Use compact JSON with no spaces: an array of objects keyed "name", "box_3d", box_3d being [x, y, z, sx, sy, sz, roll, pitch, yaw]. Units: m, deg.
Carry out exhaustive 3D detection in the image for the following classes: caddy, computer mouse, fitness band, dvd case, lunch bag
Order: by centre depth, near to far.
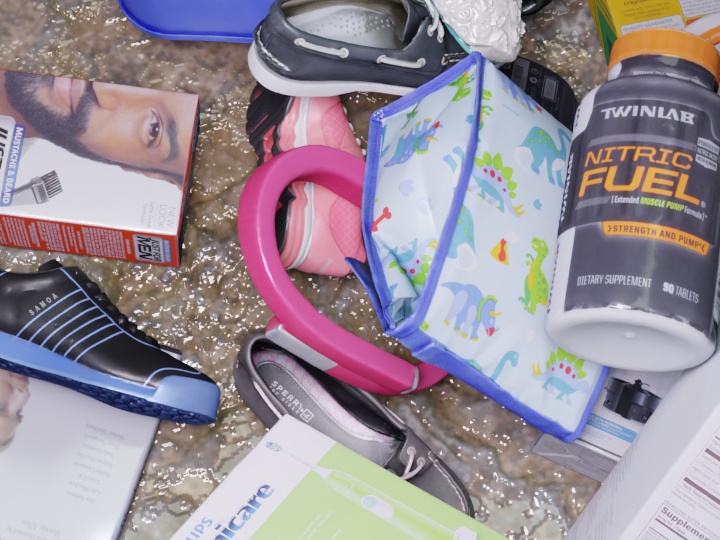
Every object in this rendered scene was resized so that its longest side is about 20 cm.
[{"name":"lunch bag","box_3d":[0.086,-0.006,1.153,0.170,0.127,0.201,32,45,-32]},{"name":"fitness band","box_3d":[0.000,0.000,1.182,0.199,0.037,0.145,30,58,-31]},{"name":"dvd case","box_3d":[-0.218,0.125,1.188,0.141,0.018,0.201,17,70,2]},{"name":"caddy","box_3d":[-0.092,-0.235,1.277,0.198,0.105,0.142,6,59,20]},{"name":"computer mouse","box_3d":[0.064,-0.156,1.295,0.198,0.046,0.141,16,50,-11]}]

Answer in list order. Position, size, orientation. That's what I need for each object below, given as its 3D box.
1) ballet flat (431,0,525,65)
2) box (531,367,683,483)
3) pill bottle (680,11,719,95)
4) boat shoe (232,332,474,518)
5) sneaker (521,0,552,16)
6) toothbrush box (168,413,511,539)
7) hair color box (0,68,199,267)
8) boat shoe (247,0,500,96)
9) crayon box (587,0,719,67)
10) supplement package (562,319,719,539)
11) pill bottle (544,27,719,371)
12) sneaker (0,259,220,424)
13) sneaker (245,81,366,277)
[{"name":"ballet flat","box_3d":[0.064,-0.237,1.215,0.071,0.072,0.201,-21,67,-11]},{"name":"box","box_3d":[0.208,0.051,1.220,0.116,0.060,0.201,24,70,5]},{"name":"pill bottle","box_3d":[0.270,-0.066,1.179,0.109,0.110,0.201,-24,67,-12]},{"name":"boat shoe","box_3d":[-0.006,0.114,1.184,0.200,0.057,0.067,38,72,10]},{"name":"sneaker","box_3d":[0.063,-0.250,1.296,0.199,0.081,0.087,22,38,6]},{"name":"toothbrush box","box_3d":[-0.009,0.202,1.092,0.199,0.087,0.146,27,51,21]},{"name":"hair color box","box_3d":[-0.217,-0.075,1.239,0.198,0.064,0.112,7,68,-2]},{"name":"boat shoe","box_3d":[0.022,-0.161,1.212,0.199,0.060,0.076,-13,61,-29]},{"name":"crayon box","box_3d":[0.238,-0.201,1.321,0.125,0.052,0.202,-11,71,-8]},{"name":"supplement package","box_3d":[0.230,0.162,1.077,0.150,0.152,0.201,33,108,0]},{"name":"pill bottle","box_3d":[0.178,-0.047,1.097,0.105,0.106,0.202,10,70,0]},{"name":"sneaker","box_3d":[-0.180,0.041,1.175,0.198,0.070,0.079,18,75,4]},{"name":"sneaker","box_3d":[-0.031,-0.081,1.262,0.086,0.074,0.202,19,58,-29]}]
